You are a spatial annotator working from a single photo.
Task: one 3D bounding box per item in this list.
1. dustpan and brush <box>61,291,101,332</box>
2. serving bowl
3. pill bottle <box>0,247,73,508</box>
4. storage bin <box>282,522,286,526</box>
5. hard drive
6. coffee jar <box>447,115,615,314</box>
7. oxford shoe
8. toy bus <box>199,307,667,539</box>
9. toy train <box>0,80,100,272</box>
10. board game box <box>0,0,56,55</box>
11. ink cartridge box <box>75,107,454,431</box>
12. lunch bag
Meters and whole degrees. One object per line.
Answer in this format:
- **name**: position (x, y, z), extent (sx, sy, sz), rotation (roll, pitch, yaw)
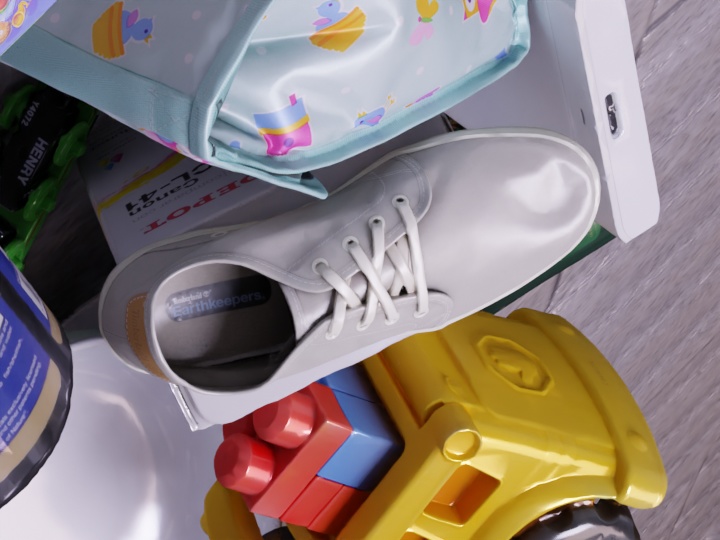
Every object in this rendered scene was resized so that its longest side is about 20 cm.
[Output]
- **dustpan and brush**: position (-0.097, 0.015, 1.221), extent (0.200, 0.057, 0.139), rotation (-34, 167, 33)
- **serving bowl**: position (-0.134, 0.116, 1.119), extent (0.200, 0.066, 0.201), rotation (-12, 113, -32)
- **pill bottle**: position (-0.187, -0.002, 0.839), extent (0.112, 0.112, 0.200), rotation (-48, 137, -15)
- **storage bin**: position (-0.135, 0.178, 1.279), extent (0.198, 0.094, 0.200), rotation (-11, 144, -22)
- **hard drive**: position (0.048, -0.109, 1.055), extent (0.026, 0.200, 0.132), rotation (-32, 133, -18)
- **coffee jar**: position (0.032, -0.014, 1.178), extent (0.200, 0.104, 0.085), rotation (-35, 126, -20)
- **oxford shoe**: position (0.000, 0.000, 0.933), extent (0.199, 0.075, 0.058), rotation (-17, -162, -8)
- **toy bus**: position (0.001, 0.106, 1.072), extent (0.192, 0.136, 0.200), rotation (17, 120, -40)
- **toy train**: position (-0.168, 0.000, 1.087), extent (0.200, 0.042, 0.056), rotation (-59, 171, 18)
- **board game box**: position (-0.201, -0.065, 0.722), extent (0.200, 0.134, 0.045), rotation (-47, 161, -17)
- **ink cartridge box**: position (-0.035, -0.028, 1.054), extent (0.147, 0.086, 0.200), rotation (-26, -160, -4)
- **lunch bag**: position (-0.053, -0.112, 0.929), extent (0.200, 0.170, 0.122), rotation (-36, 141, -38)
